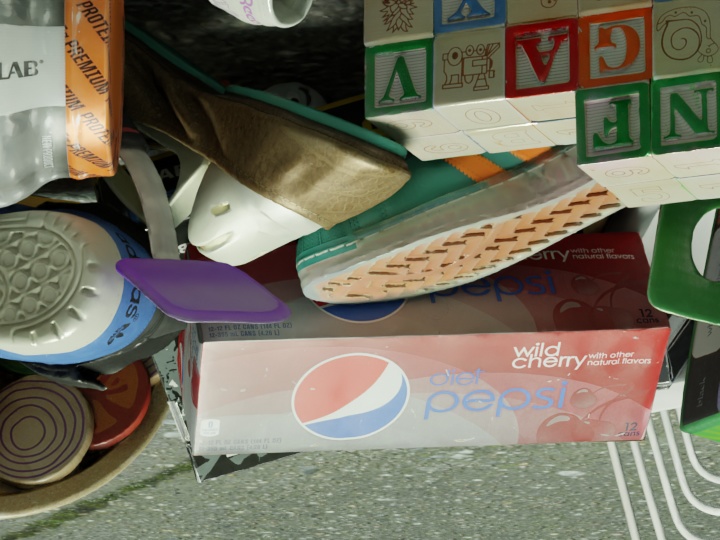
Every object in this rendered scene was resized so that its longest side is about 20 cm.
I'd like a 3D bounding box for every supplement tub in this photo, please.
[{"bbox_3d":[-0.189,-0.084,1.070,0.199,0.123,0.123,0,164,0],"label":"supplement tub"}]

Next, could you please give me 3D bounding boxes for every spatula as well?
[{"bbox_3d":[-0.084,-0.033,1.107,0.056,0.200,0.021,3,125,-31],"label":"spatula"}]

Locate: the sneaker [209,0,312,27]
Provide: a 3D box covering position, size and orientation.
[{"bbox_3d":[-0.063,-0.128,0.954,0.199,0.100,0.075,-5,166,24],"label":"sneaker"}]

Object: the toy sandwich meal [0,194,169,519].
[{"bbox_3d":[-0.185,0.027,1.387,0.204,0.206,0.070,1,147,-3],"label":"toy sandwich meal"}]

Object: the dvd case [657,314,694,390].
[{"bbox_3d":[0.106,0.020,1.429,0.150,0.025,0.200,-6,-165,22],"label":"dvd case"}]

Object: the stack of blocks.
[{"bbox_3d":[0.103,-0.087,1.066,0.199,0.116,0.059,-6,163,23],"label":"stack of blocks"}]

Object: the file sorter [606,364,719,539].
[{"bbox_3d":[0.205,0.074,1.435,0.138,0.125,0.200,-12,-167,16],"label":"file sorter"}]

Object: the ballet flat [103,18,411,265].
[{"bbox_3d":[-0.059,-0.045,1.148,0.200,0.073,0.068,27,179,44],"label":"ballet flat"}]

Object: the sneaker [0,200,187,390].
[{"bbox_3d":[-0.163,0.003,1.163,0.199,0.077,0.111,3,173,26],"label":"sneaker"}]

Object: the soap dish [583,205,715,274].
[{"bbox_3d":[0.180,-0.043,1.280,0.156,0.082,0.200,2,165,-4],"label":"soap dish"}]

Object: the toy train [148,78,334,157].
[{"bbox_3d":[-0.047,-0.033,1.339,0.113,0.086,0.200,-14,160,2],"label":"toy train"}]

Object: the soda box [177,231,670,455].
[{"bbox_3d":[0.025,0.030,1.211,0.199,0.064,0.070,-1,132,-11],"label":"soda box"}]

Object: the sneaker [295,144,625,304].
[{"bbox_3d":[0.059,-0.054,1.157,0.199,0.080,0.071,-24,161,3],"label":"sneaker"}]

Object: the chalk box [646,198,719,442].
[{"bbox_3d":[0.207,0.011,1.111,0.199,0.125,0.124,18,161,-19],"label":"chalk box"}]

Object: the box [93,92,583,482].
[{"bbox_3d":[0.000,0.000,1.257,0.199,0.049,0.160,-17,135,1],"label":"box"}]
